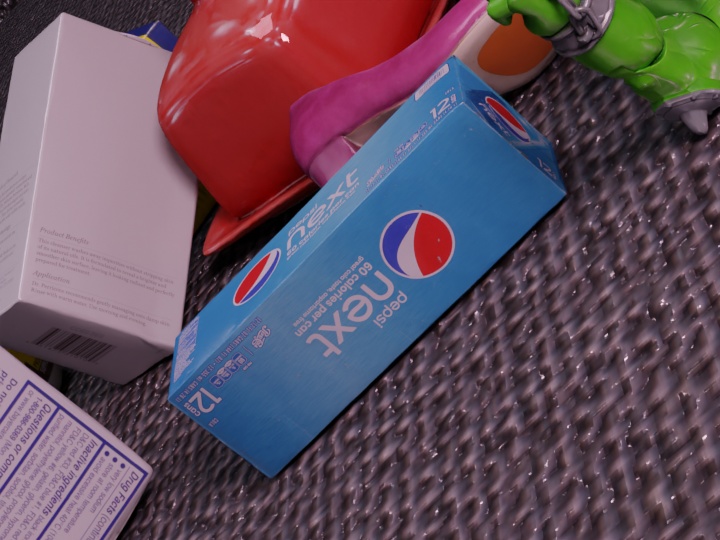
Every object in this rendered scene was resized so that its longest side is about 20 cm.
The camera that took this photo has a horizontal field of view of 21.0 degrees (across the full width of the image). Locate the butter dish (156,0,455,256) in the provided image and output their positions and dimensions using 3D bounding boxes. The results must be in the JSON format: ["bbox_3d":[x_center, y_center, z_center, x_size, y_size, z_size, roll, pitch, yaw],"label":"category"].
[{"bbox_3d":[-0.052,-0.140,1.163,0.200,0.148,0.200,-30,28,45],"label":"butter dish"}]

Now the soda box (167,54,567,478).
[{"bbox_3d":[0.000,0.000,0.904,0.200,0.068,0.064,-45,19,18],"label":"soda box"}]

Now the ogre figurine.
[{"bbox_3d":[0.120,-0.142,0.815,0.098,0.120,0.200,-37,24,24],"label":"ogre figurine"}]

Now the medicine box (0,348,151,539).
[{"bbox_3d":[-0.244,0.095,1.059,0.103,0.200,0.182,-56,19,-22],"label":"medicine box"}]

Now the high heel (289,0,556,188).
[{"bbox_3d":[0.036,-0.116,1.005,0.200,0.067,0.096,-53,49,29],"label":"high heel"}]

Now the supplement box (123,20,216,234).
[{"bbox_3d":[-0.172,-0.058,1.344,0.200,0.109,0.109,-55,20,-14],"label":"supplement box"}]

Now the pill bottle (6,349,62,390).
[{"bbox_3d":[-0.307,0.050,1.312,0.109,0.200,0.109,-44,20,21],"label":"pill bottle"}]

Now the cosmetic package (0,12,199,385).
[{"bbox_3d":[-0.165,-0.045,1.206,0.081,0.113,0.200,-31,46,50],"label":"cosmetic package"}]
